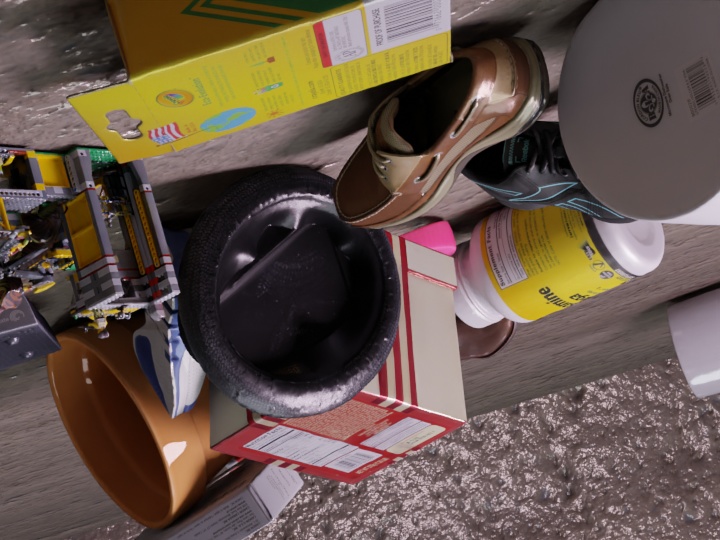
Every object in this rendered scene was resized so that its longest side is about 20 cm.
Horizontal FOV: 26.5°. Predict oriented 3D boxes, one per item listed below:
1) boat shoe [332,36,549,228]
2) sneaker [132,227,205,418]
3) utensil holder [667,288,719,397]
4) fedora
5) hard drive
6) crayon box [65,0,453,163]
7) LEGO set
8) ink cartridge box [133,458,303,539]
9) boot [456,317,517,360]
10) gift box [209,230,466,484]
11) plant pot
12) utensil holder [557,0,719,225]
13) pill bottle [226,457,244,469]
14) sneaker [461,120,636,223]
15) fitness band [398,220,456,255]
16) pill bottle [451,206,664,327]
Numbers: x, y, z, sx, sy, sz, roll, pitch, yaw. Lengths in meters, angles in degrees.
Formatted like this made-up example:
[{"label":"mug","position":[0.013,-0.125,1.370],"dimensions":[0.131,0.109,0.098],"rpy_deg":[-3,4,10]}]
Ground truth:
[{"label":"boat shoe","position":[0.038,-0.095,1.027],"dimensions":[0.074,0.076,0.200],"rpy_deg":[0,151,-41]},{"label":"sneaker","position":[-0.118,0.031,1.240],"dimensions":[0.115,0.081,0.200],"rpy_deg":[-20,144,-25]},{"label":"utensil holder","position":[0.617,0.103,2.471],"dimensions":[0.199,0.171,0.170],"rpy_deg":[-20,168,18]},{"label":"fedora","position":[-0.067,0.020,1.139],"dimensions":[0.200,0.202,0.091],"rpy_deg":[-7,176,-40]},{"label":"hard drive","position":[-0.353,0.068,1.246],"dimensions":[0.199,0.043,0.135],"rpy_deg":[-17,168,-5]},{"label":"crayon box","position":[-0.052,-0.122,0.805],"dimensions":[0.199,0.051,0.127],"rpy_deg":[-18,168,-1]},{"label":"LEGO set","position":[-0.212,-0.001,0.956],"dimensions":[0.153,0.116,0.200],"rpy_deg":[-23,167,26]},{"label":"ink cartridge box","position":[-0.140,0.230,1.427],"dimensions":[0.200,0.044,0.174],"rpy_deg":[-34,-178,20]},{"label":"boot","position":[0.077,0.091,1.949],"dimensions":[0.199,0.065,0.186],"rpy_deg":[0,157,-43]},{"label":"gift box","position":[-0.019,0.065,1.321],"dimensions":[0.199,0.188,0.184],"rpy_deg":[22,141,-39]},{"label":"plant pot","position":[-0.179,0.117,1.416],"dimensions":[0.140,0.201,0.200],"rpy_deg":[-30,176,-32]},{"label":"utensil holder","position":[0.252,-0.111,1.019],"dimensions":[0.199,0.171,0.170],"rpy_deg":[-3,162,-42]},{"label":"pill bottle","position":[-0.057,0.121,1.530],"dimensions":[0.200,0.113,0.112],"rpy_deg":[-42,160,20]},{"label":"sneaker","position":[0.158,-0.078,1.173],"dimensions":[0.079,0.076,0.199],"rpy_deg":[16,168,-43]},{"label":"fitness band","position":[0.000,0.000,1.466],"dimensions":[0.200,0.038,0.143],"rpy_deg":[-25,166,37]},{"label":"pill bottle","position":[0.178,-0.018,1.456],"dimensions":[0.199,0.113,0.112],"rpy_deg":[-26,166,34]}]
